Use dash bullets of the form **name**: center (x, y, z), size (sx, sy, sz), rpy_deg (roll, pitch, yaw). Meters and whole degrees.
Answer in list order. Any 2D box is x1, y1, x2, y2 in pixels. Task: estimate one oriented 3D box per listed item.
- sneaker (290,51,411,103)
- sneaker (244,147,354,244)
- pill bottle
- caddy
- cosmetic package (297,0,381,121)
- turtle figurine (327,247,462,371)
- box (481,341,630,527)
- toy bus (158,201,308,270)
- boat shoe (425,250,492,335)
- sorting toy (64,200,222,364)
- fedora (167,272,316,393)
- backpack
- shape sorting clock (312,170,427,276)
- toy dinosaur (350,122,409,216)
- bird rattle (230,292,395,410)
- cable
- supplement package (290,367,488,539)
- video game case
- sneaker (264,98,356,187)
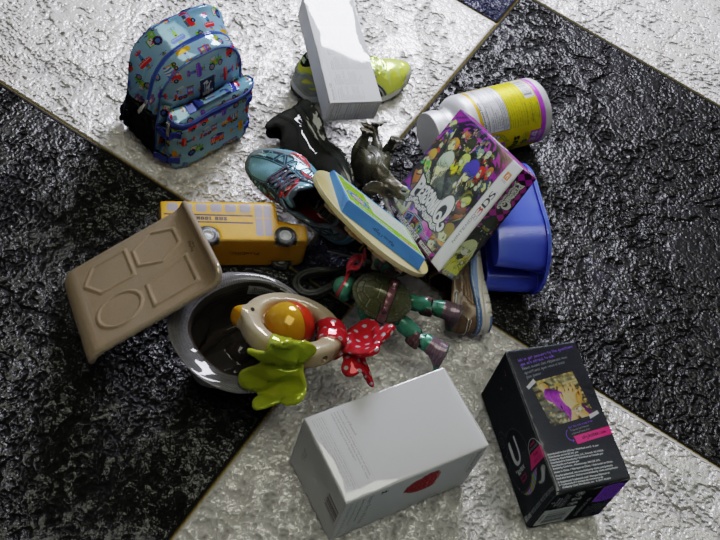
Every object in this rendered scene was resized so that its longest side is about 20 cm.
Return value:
- **sneaker**: center (-0.008, -0.310, 1.770), size (0.200, 0.076, 0.075), rpy_deg (-11, 58, -21)
- **sneaker**: center (-0.085, -0.116, 1.577), size (0.200, 0.096, 0.079), rpy_deg (34, 93, 17)
- **pill bottle**: center (0.190, -0.230, 1.747), size (0.200, 0.104, 0.104), rpy_deg (-16, 62, -23)
- **caddy**: center (0.218, -0.060, 1.615), size (0.105, 0.141, 0.200), rpy_deg (-2, 58, -14)
- **cosmetic package**: center (-0.034, -0.320, 1.694), size (0.082, 0.051, 0.200), rpy_deg (-4, 63, -20)
- **turtle figurine**: center (0.030, 0.050, 1.506), size (0.200, 0.101, 0.150), rpy_deg (24, 79, -1)
- **box**: center (0.246, 0.210, 1.450), size (0.106, 0.122, 0.200), rpy_deg (-7, 58, -17)
- **toy bus**: center (-0.177, -0.050, 1.560), size (0.200, 0.065, 0.078), rpy_deg (0, 55, -13)
- **boat shoe**: center (0.132, -0.002, 1.597), size (0.072, 0.072, 0.200), rpy_deg (-4, 57, -14)
- **sorting toy**: center (-0.277, 0.015, 1.433), size (0.200, 0.036, 0.185), rpy_deg (-34, 40, -1)
- **fedora**: center (-0.157, 0.095, 1.450), size (0.200, 0.090, 0.177), rpy_deg (-31, 70, -35)
- **backpack**: center (-0.243, -0.271, 1.610), size (0.182, 0.200, 0.135), rpy_deg (-30, 68, -30)
- **shape sorting clock**: center (0.012, -0.062, 1.509), size (0.200, 0.200, 0.039), rpy_deg (45, 101, 17)
- **toy dinosaur**: center (0.012, -0.163, 1.662), size (0.077, 0.102, 0.200), rpy_deg (10, 20, -24)
- **bird rattle**: center (-0.067, 0.077, 1.379), size (0.200, 0.113, 0.163), rpy_deg (-21, 50, -36)
- **cable**: center (0.000, 0.000, 1.594), size (0.200, 0.050, 0.097), rpy_deg (-35, 73, -18)
- **supplement package**: center (0.034, 0.225, 1.389), size (0.200, 0.121, 0.120), rpy_deg (-18, 62, -23)
- **video game case**: center (0.135, -0.110, 1.577), size (0.036, 0.181, 0.200), rpy_deg (29, 17, -35)
- **sneaker**: center (-0.073, -0.160, 1.665), size (0.091, 0.076, 0.200), rpy_deg (-25, 61, -15)
